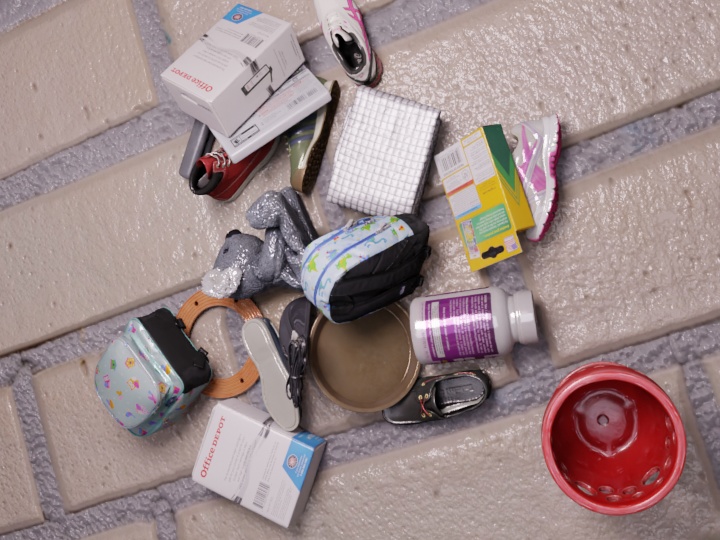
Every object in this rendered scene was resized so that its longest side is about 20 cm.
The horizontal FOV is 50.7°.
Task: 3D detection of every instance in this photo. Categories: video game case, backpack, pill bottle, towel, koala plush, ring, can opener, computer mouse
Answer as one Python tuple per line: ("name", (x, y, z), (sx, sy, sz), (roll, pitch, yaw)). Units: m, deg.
("video game case", (-0.172, -0.291, 1.302), (0.198, 0.024, 0.183), (-34, 53, -6))
("backpack", (-0.380, 0.196, 1.354), (0.176, 0.152, 0.201), (46, 128, 12))
("pill bottle", (0.185, 0.087, 1.225), (0.195, 0.112, 0.115), (-9, 88, 16))
("towel", (0.042, -0.193, 1.283), (0.162, 0.085, 0.205), (17, 96, 16))
("koala plush", (-0.172, -0.016, 1.300), (0.197, 0.177, 0.187), (-27, 93, 10))
("ring", (-0.257, 0.131, 1.397), (0.195, 0.019, 0.206), (0, 89, 16))
("can opener", (-0.268, -0.258, 1.383), (0.066, 0.053, 0.204), (21, 96, 15))
("backpack", (0.000, 0.000, 1.212), (0.152, 0.199, 0.165), (33, 140, 21))
("computer mouse", (-0.113, 0.114, 1.269), (0.051, 0.202, 0.141), (5, 122, -4))

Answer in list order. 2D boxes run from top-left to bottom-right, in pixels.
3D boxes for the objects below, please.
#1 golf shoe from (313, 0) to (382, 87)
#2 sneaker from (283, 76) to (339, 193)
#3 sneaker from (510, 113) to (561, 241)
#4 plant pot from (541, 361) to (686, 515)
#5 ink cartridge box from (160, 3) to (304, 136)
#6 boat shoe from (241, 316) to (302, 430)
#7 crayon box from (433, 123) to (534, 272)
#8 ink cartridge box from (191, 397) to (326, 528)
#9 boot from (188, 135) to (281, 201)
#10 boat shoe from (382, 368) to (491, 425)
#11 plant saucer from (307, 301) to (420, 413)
("golf shoe", (-0.027, -0.412, 1.297), (0.072, 0.092, 0.203), (-30, 81, 14))
("sneaker", (-0.105, -0.244, 1.333), (0.088, 0.067, 0.205), (17, 89, 16))
("sneaker", (0.275, -0.149, 1.224), (0.086, 0.081, 0.206), (3, 85, 20))
("plant pot", (0.371, 0.240, 1.136), (0.195, 0.182, 0.206), (0, 89, 15))
("ink cartridge box", (-0.215, -0.341, 1.282), (0.145, 0.085, 0.201), (30, 70, 33))
("boat shoe", (-0.146, 0.178, 1.326), (0.074, 0.062, 0.203), (-31, 80, 23))
("crayon box", (0.201, -0.114, 1.220), (0.125, 0.051, 0.205), (-24, 81, 54))
("ink cartridge box", (-0.178, 0.334, 1.339), (0.196, 0.086, 0.150), (21, 95, 16))
("boot", (-0.216, -0.211, 1.322), (0.072, 0.144, 0.202), (37, 98, 12))
("boat shoe", (0.123, 0.213, 1.270), (0.197, 0.063, 0.075), (-18, 87, 16))
("plant saucer", (0.007, 0.137, 1.285), (0.194, 0.029, 0.206), (1, 79, -7))
